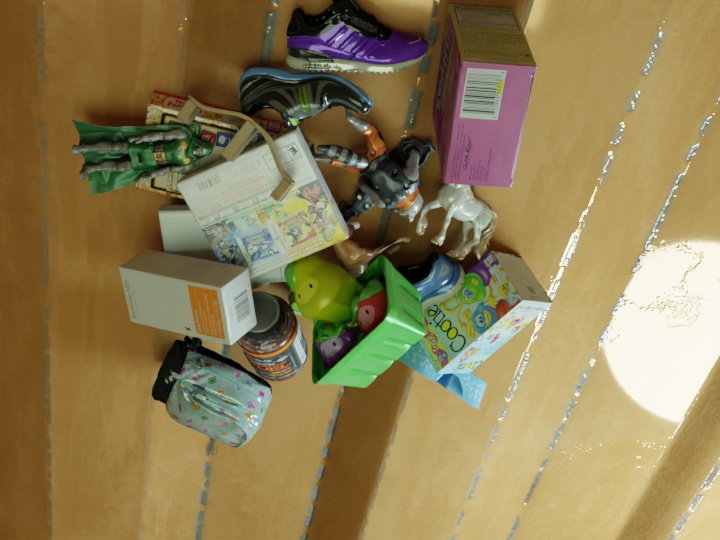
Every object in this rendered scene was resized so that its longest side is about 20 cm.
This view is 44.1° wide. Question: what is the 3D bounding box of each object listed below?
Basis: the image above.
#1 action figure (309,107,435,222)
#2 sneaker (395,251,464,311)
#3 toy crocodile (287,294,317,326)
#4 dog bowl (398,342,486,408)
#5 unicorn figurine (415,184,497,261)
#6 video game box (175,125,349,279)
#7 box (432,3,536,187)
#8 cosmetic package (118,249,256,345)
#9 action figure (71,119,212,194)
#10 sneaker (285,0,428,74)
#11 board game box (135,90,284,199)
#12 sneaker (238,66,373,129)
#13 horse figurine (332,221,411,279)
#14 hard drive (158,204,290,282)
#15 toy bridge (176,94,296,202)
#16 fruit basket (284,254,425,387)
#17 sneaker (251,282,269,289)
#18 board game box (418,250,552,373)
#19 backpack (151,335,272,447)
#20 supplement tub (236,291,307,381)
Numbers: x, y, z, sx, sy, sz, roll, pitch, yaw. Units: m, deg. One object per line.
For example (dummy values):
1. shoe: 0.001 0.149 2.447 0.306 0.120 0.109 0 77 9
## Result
1. action figure: 0.009 -0.136 1.347 0.193 0.105 0.200 36 118 -13
2. sneaker: 0.069 0.035 1.454 0.200 0.079 0.089 -39 122 17
3. toy crocodile: -0.030 0.079 1.525 0.200 0.068 0.062 20 105 -17
4. dog bowl: 0.140 0.175 1.571 0.200 0.111 0.050 32 88 -22
5. unicorn figurine: 0.153 -0.096 1.375 0.137 0.074 0.200 -59 148 1
6. video game box: -0.143 -0.094 1.327 0.200 0.047 0.182 -22 109 11
7. box: 0.161 -0.240 1.205 0.097 0.200 0.176 4 127 -2
8. cosmetic package: -0.264 0.038 1.357 0.200 0.071 0.102 9 120 29
9. action figure: -0.314 -0.170 1.296 0.200 0.055 0.118 -6 122 4
10. sneaker: -0.005 -0.329 1.223 0.200 0.070 0.100 -1 121 -1
11. board game box: -0.230 -0.173 1.351 0.200 0.046 0.152 13 126 -9
12. sneaker: -0.078 -0.238 1.260 0.199 0.071 0.083 7 86 13
13. horse figurine: 0.000 0.000 1.447 0.132 0.050 0.200 -8 139 -27
14. hard drive: -0.208 -0.041 1.397 0.200 0.027 0.132 -1 120 3
15. toy bridge: -0.170 -0.185 1.260 0.200 0.027 0.067 41 98 5
16. fruit basket: -0.028 0.064 1.370 0.215 0.156 0.216 -2 134 -2
17. sneaker: -0.238 0.051 1.464 0.200 0.116 0.074 -8 152 11
18. board game box: 0.197 0.072 1.474 0.200 0.103 0.105 -45 150 27
19. backpack: -0.259 0.218 1.555 0.200 0.127 0.167 27 152 -6
20. supplement tub: -0.152 0.106 1.475 0.107 0.107 0.200 -5 154 4
